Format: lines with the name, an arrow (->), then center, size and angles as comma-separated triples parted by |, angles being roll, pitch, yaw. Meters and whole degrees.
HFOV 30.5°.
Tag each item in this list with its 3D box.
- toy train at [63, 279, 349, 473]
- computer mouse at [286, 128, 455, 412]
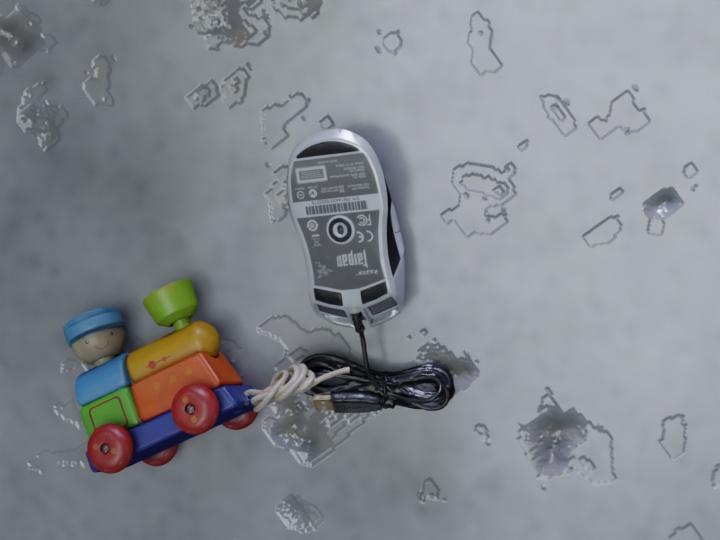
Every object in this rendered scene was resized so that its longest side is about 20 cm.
toy train -> -0.113, 0.057, 0.923 | 0.199, 0.085, 0.116 | -26, 79, 16
computer mouse -> 0.000, 0.000, 0.903 | 0.109, 0.044, 0.201 | -3, 103, 18
